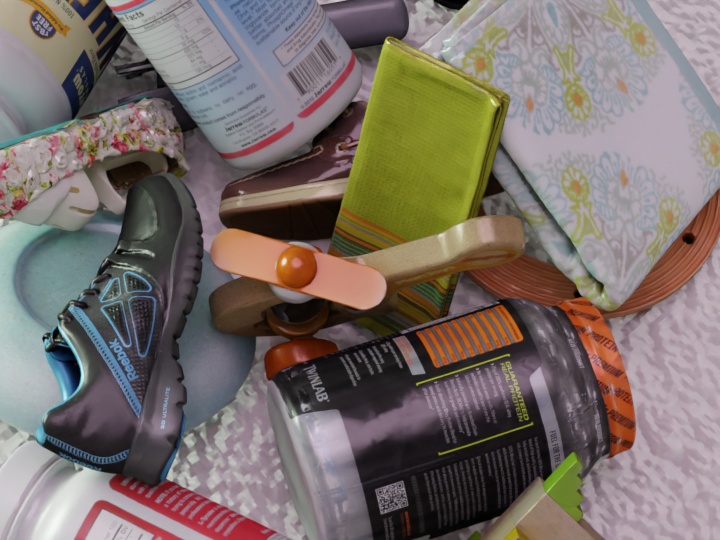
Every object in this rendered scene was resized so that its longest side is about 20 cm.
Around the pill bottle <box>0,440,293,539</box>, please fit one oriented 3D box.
[{"bbox_3d":[-0.120,0.177,1.311,0.199,0.112,0.113,25,64,12],"label":"pill bottle"}]

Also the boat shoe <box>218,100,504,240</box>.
[{"bbox_3d":[0.005,-0.072,1.455,0.199,0.072,0.072,-14,70,6],"label":"boat shoe"}]

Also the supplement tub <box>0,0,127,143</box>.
[{"bbox_3d":[-0.228,-0.163,1.470,0.144,0.145,0.201,23,64,11],"label":"supplement tub"}]

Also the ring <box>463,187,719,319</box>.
[{"bbox_3d":[0.139,-0.055,1.491,0.199,0.019,0.202,1,62,-2],"label":"ring"}]

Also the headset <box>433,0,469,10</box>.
[{"bbox_3d":[0.069,-0.236,1.526,0.200,0.124,0.094,37,81,27],"label":"headset"}]

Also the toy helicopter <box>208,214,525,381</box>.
[{"bbox_3d":[0.000,0.000,1.349,0.199,0.132,0.079,-17,70,22],"label":"toy helicopter"}]

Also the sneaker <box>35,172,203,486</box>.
[{"bbox_3d":[-0.138,0.023,1.318,0.081,0.073,0.201,11,53,-13],"label":"sneaker"}]

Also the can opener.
[{"bbox_3d":[-0.064,-0.135,1.522,0.198,0.053,0.067,-10,95,-7],"label":"can opener"}]

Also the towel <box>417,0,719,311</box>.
[{"bbox_3d":[0.137,-0.099,1.410,0.200,0.048,0.171,54,51,-10],"label":"towel"}]

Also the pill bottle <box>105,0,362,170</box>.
[{"bbox_3d":[-0.093,-0.169,1.419,0.109,0.109,0.200,-43,111,-21],"label":"pill bottle"}]

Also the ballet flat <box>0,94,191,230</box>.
[{"bbox_3d":[-0.169,-0.061,1.408,0.200,0.076,0.064,-27,82,-52],"label":"ballet flat"}]

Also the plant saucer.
[{"bbox_3d":[-0.159,0.021,1.398,0.199,0.039,0.202,8,44,-7],"label":"plant saucer"}]

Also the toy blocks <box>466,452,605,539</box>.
[{"bbox_3d":[0.099,0.221,1.294,0.137,0.100,0.200,43,94,-4],"label":"toy blocks"}]

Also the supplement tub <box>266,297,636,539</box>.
[{"bbox_3d":[0.054,0.090,1.354,0.199,0.123,0.123,-16,64,-9],"label":"supplement tub"}]

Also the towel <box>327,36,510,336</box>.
[{"bbox_3d":[0.028,-0.040,1.387,0.086,0.201,0.018,26,39,13],"label":"towel"}]
